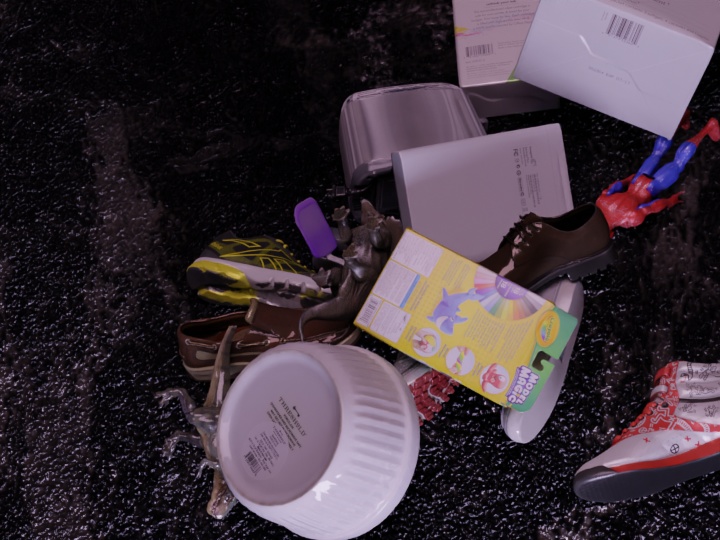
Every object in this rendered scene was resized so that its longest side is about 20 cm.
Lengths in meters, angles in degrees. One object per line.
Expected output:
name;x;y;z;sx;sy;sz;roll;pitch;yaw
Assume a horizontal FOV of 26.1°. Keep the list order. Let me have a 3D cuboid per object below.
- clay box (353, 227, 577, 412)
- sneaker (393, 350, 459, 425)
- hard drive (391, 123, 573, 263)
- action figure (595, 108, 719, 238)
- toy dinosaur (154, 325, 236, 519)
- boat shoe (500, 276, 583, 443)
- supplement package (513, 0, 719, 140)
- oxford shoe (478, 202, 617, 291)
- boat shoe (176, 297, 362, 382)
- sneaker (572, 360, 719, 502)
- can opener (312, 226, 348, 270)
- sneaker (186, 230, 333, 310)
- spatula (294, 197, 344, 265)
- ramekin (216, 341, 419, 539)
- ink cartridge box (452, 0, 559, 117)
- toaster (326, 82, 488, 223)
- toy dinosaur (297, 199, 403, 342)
clay box;0.108;0.053;1.561;0.200;0.048;0.115;29;86;15
sneaker;0.068;0.093;1.638;0.082;0.078;0.200;33;61;31
hard drive;0.135;-0.078;1.663;0.200;0.027;0.132;-12;96;-25
action figure;0.319;-0.096;1.709;0.065;0.052;0.200;31;63;31
toy dinosaur;-0.168;0.160;1.637;0.088;0.047;0.200;-3;85;14
boat shoe;0.175;0.087;1.617;0.068;0.072;0.200;8;62;26
supplement package;0.301;-0.289;1.722;0.191;0.147;0.200;23;50;4
oxford shoe;0.167;-0.019;1.626;0.200;0.084;0.073;-23;27;-12
boat shoe;-0.102;0.067;1.662;0.202;0.075;0.075;-14;34;10
sneaker;0.296;0.157;1.550;0.201;0.067;0.108;-16;56;-2
can opener;0.048;-0.019;1.728;0.200;0.053;0.067;9;28;18
sneaker;-0.091;0.000;1.721;0.200;0.075;0.085;14;52;12
spatula;-0.005;0.006;1.683;0.200;0.057;0.021;49;122;5
ramekin;-0.050;0.165;1.547;0.200;0.105;0.200;-11;70;33
ink cartridge box;0.171;-0.283;1.844;0.117;0.067;0.200;-6;59;7
toaster;0.052;-0.131;1.741;0.200;0.114;0.129;-8;53;-7
toy dinosaur;0.000;0.000;1.617;0.077;0.102;0.200;2;58;29
